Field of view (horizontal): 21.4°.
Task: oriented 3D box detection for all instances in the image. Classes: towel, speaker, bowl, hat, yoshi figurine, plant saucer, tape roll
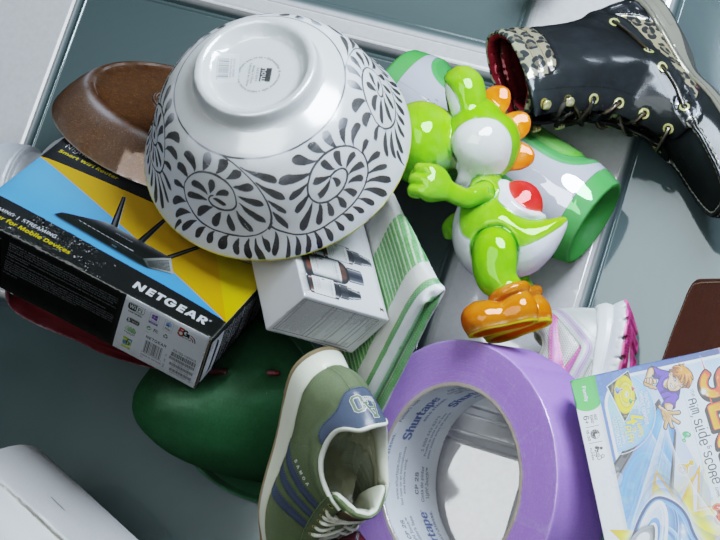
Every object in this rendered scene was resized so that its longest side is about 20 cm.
[{"bbox_3d":[0.000,0.000,1.438,0.023,0.153,0.201,5,39,-26],"label":"towel"},{"bbox_3d":[0.102,-0.090,1.491,0.199,0.088,0.089,35,85,18],"label":"speaker"},{"bbox_3d":[-0.066,-0.117,1.352,0.199,0.094,0.202,-4,56,6],"label":"bowl"},{"bbox_3d":[-0.143,0.108,1.416,0.199,0.176,0.167,24,113,29],"label":"hat"},{"bbox_3d":[0.071,-0.047,1.406,0.111,0.112,0.202,-6,78,-33],"label":"yoshi figurine"},{"bbox_3d":[-0.142,-0.116,1.499,0.199,0.200,0.035,27,116,17],"label":"plant saucer"},{"bbox_3d":[0.084,0.153,1.393,0.199,0.065,0.202,-8,78,43],"label":"tape roll"},{"bbox_3d":[-0.260,0.250,1.421,0.139,0.203,0.203,38,86,19],"label":"tape roll"}]

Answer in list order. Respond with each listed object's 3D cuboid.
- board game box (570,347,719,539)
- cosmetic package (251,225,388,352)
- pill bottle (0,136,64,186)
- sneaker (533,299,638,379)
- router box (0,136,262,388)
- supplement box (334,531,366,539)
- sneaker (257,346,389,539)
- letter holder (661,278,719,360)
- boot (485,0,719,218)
[{"bbox_3d":[0.229,0.160,1.297,0.134,0.034,0.202,-13,79,7],"label":"board game box"},{"bbox_3d":[-0.042,-0.042,1.409,0.051,0.082,0.201,-40,49,33],"label":"cosmetic package"},{"bbox_3d":[-0.201,-0.046,1.532,0.198,0.112,0.113,12,78,15],"label":"pill bottle"},{"bbox_3d":[0.152,0.117,1.436,0.087,0.081,0.202,6,71,18],"label":"sneaker"},{"bbox_3d":[-0.169,-0.010,1.388,0.199,0.149,0.051,26,122,8],"label":"router box"},{"bbox_3d":[-0.073,0.274,1.385,0.199,0.061,0.109,-26,26,30],"label":"supplement box"},{"bbox_3d":[-0.022,0.162,1.388,0.067,0.202,0.090,-11,35,-32],"label":"sneaker"},{"bbox_3d":[0.278,0.116,1.401,0.100,0.142,0.202,21,84,-15],"label":"letter holder"},{"bbox_3d":[0.195,-0.115,1.453,0.153,0.074,0.205,-12,63,-23],"label":"boot"}]
